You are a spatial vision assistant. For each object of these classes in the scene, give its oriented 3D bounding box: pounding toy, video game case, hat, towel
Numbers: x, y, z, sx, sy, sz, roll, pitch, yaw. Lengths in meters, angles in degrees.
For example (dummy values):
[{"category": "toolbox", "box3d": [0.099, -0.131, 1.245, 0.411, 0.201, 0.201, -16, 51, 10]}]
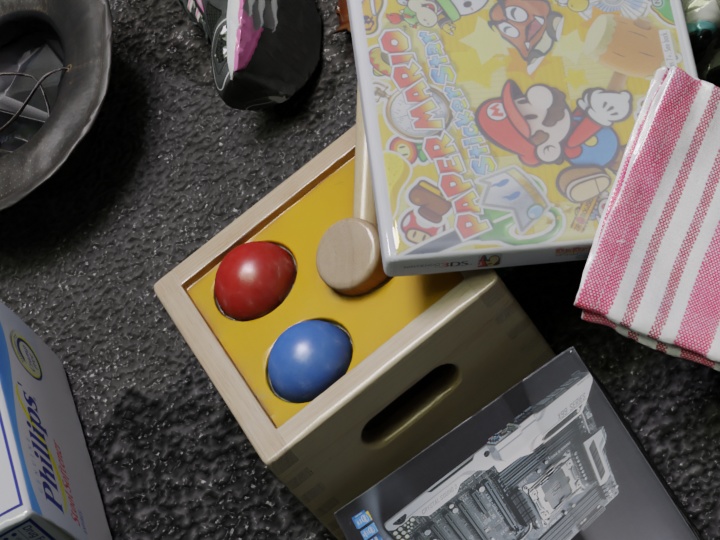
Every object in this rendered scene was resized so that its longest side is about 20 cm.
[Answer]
[{"category": "pounding toy", "box3d": [0.000, 0.000, 1.318, 0.200, 0.142, 0.184, -39, 48, 1]}, {"category": "video game case", "box3d": [0.091, -0.094, 1.278, 0.181, 0.023, 0.201, -5, 61, -4]}, {"category": "hat", "box3d": [-0.218, -0.108, 1.569, 0.200, 0.081, 0.202, -15, 59, 27]}, {"category": "towel", "box3d": [0.221, -0.010, 1.209, 0.199, 0.030, 0.147, 20, 69, 5]}]

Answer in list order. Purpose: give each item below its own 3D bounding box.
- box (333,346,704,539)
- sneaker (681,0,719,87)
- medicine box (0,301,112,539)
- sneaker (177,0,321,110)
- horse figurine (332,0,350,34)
[{"category": "box", "box3d": [0.095, 0.159, 1.212, 0.157, 0.050, 0.200, -35, 47, 6]}, {"category": "sneaker", "box3d": [0.207, -0.169, 1.359, 0.200, 0.078, 0.086, -40, 44, 0]}, {"category": "medicine box", "box3d": [-0.263, 0.141, 1.403, 0.199, 0.103, 0.183, -30, 48, 9]}, {"category": "sneaker", "box3d": [-0.079, -0.174, 1.546, 0.086, 0.080, 0.201, -26, 40, 28]}, {"category": "horse figurine", "box3d": [0.068, -0.202, 1.455, 0.199, 0.133, 0.050, 3, 18, 19]}]
